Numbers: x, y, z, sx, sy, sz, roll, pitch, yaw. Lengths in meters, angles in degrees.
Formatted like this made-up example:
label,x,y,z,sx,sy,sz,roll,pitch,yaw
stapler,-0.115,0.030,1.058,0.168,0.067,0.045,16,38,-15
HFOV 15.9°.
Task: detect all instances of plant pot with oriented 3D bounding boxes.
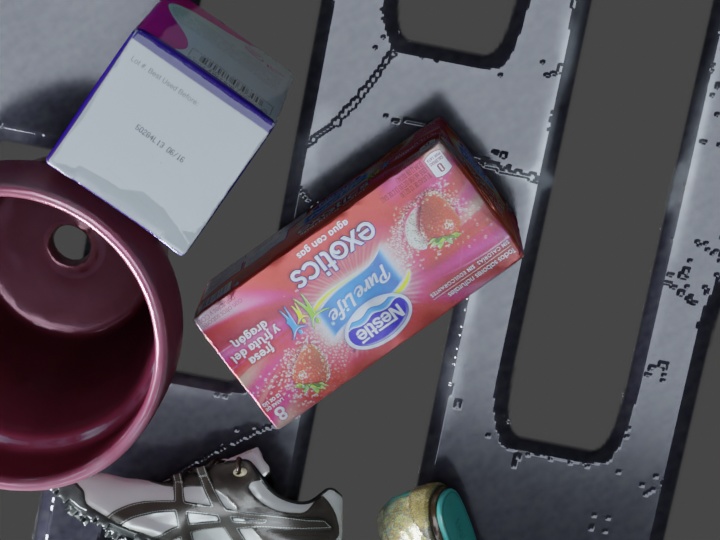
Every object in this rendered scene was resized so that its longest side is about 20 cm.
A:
label,x,y,z,sx,sy,sz,roll,pitch,yaw
plant pot,-0.200,0.013,1.622,0.200,0.179,0.200,3,110,7

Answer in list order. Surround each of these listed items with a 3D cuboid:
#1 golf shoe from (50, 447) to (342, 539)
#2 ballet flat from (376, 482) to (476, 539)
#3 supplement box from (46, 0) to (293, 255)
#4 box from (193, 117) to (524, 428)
label,x,y,z,sx,sy,sz,roll,pitch,yaw
golf shoe,-0.107,0.155,1.725,0.200,0.078,0.095,20,86,-5
ballet flat,0.067,0.237,1.740,0.071,0.071,0.200,-23,102,7
supplement box,-0.113,-0.096,1.592,0.101,0.200,0.103,35,103,-5
box,0.000,0.000,1.662,0.200,0.100,0.096,-36,100,9
